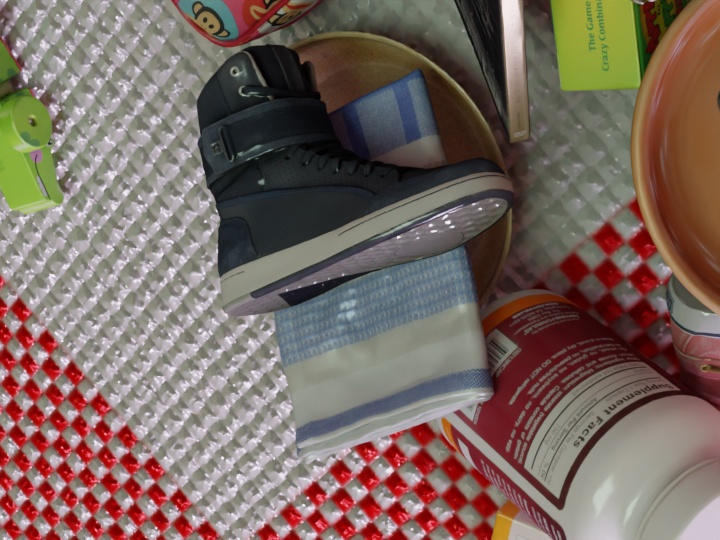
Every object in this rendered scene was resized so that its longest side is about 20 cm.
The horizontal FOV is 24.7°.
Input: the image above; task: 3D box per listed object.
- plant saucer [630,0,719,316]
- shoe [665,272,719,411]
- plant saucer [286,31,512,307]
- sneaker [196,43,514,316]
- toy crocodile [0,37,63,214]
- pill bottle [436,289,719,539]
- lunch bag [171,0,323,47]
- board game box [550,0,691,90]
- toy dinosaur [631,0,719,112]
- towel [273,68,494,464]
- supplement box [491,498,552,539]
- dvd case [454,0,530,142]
[{"bbox_3d":[0.231,-0.064,0.825,0.199,0.037,0.201,0,96,-2],"label":"plant saucer"},{"bbox_3d":[0.266,0.043,0.888,0.199,0.072,0.091,4,134,19],"label":"shoe"},{"bbox_3d":[0.010,-0.053,1.019,0.199,0.035,0.201,13,117,27],"label":"plant saucer"},{"bbox_3d":[-0.013,-0.069,0.920,0.202,0.077,0.147,-18,75,36],"label":"sneaker"},{"bbox_3d":[-0.261,-0.133,1.144,0.067,0.062,0.201,-17,105,35],"label":"toy crocodile"},{"bbox_3d":[0.136,0.101,0.913,0.200,0.112,0.114,41,133,48],"label":"pill bottle"},{"bbox_3d":[-0.067,-0.250,0.953,0.176,0.082,0.200,-33,91,36],"label":"lunch bag"},{"bbox_3d":[0.131,-0.202,0.838,0.047,0.101,0.201,3,112,34],"label":"board game box"},{"bbox_3d":[0.198,-0.084,0.768,0.182,0.105,0.200,48,168,32],"label":"toy dinosaur"},{"bbox_3d":[0.000,0.000,0.963,0.146,0.024,0.201,-22,73,36],"label":"towel"},{"bbox_3d":[0.174,0.220,1.012,0.199,0.073,0.127,23,120,22],"label":"supplement box"},{"bbox_3d":[0.058,-0.186,0.835,0.016,0.149,0.200,-13,139,-2],"label":"dvd case"}]
